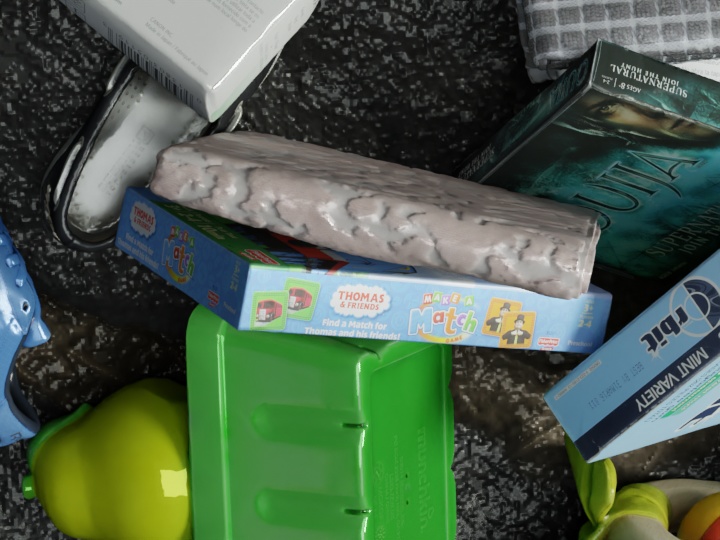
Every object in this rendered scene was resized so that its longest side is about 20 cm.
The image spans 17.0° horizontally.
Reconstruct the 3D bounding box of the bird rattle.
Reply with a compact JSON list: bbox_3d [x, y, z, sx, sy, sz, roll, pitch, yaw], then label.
[{"bbox_3d":[0.185,0.146,1.269,0.163,0.200,0.113,-5,106,-35],"label":"bird rattle"}]

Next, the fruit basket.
[{"bbox_3d":[-0.062,0.103,1.253,0.215,0.155,0.216,8,106,32],"label":"fruit basket"}]

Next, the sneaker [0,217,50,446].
[{"bbox_3d":[-0.195,-0.006,1.217,0.078,0.066,0.201,0,107,1],"label":"sneaker"}]

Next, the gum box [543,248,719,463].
[{"bbox_3d":[0.206,0.021,1.212,0.170,0.200,0.045,-42,71,28],"label":"gum box"}]

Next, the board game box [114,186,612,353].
[{"bbox_3d":[0.000,0.000,1.188,0.199,0.151,0.037,6,102,-30],"label":"board game box"}]

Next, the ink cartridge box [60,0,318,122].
[{"bbox_3d":[-0.071,-0.199,1.196,0.161,0.050,0.200,39,74,7],"label":"ink cartridge box"}]

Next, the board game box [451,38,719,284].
[{"bbox_3d":[0.138,-0.049,1.213,0.135,0.200,0.028,18,69,-13],"label":"board game box"}]

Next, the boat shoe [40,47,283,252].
[{"bbox_3d":[-0.093,-0.093,1.225,0.074,0.060,0.200,40,93,-16],"label":"boat shoe"}]

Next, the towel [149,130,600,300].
[{"bbox_3d":[0.015,-0.029,1.146,0.199,0.191,0.032,13,97,6],"label":"towel"}]

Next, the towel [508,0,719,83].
[{"bbox_3d":[0.163,-0.181,1.171,0.199,0.086,0.166,-6,98,7],"label":"towel"}]

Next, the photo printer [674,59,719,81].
[{"bbox_3d":[0.202,-0.148,1.263,0.166,0.069,0.201,6,100,-10],"label":"photo printer"}]
